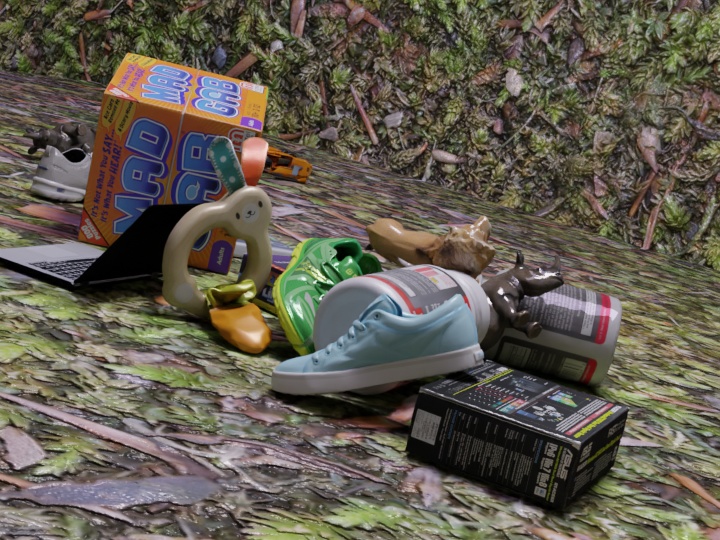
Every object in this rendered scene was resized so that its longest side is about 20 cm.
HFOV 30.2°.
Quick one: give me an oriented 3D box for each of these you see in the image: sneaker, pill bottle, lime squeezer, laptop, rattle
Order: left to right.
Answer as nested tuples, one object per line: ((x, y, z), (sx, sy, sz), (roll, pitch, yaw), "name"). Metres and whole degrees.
((-0.403, -0.146, 1.983), (0.074, 0.083, 0.200), (18, 10, 23), "sneaker")
((-0.282, -0.047, 1.504), (0.199, 0.117, 0.187), (18, 10, 20), "laptop")
((-0.124, -0.036, 1.390), (0.130, 0.201, 0.143), (25, 3, -17), "rattle")
((-0.041, 0.018, 1.425), (0.083, 0.074, 0.200), (-16, 30, 19), "sneaker")
((0.000, 0.000, 1.591), (0.199, 0.038, 0.071), (21, -21, 39), "lime squeezer")
((0.011, 0.065, 1.229), (0.198, 0.083, 0.074), (-10, -2, 6), "sneaker")
((0.049, 0.055, 1.365), (0.115, 0.117, 0.200), (19, 16, 28), "pill bottle")
((0.204, 0.063, 1.598), (0.199, 0.112, 0.111), (15, 10, 1), "pill bottle")

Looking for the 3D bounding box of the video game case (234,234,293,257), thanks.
((-0.212, -0.053, 1.912), (0.199, 0.024, 0.182), (9, 11, -27), "video game case")

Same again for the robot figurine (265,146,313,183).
((-0.211, -0.237, 2.859), (0.199, 0.059, 0.145), (10, 10, -29), "robot figurine")

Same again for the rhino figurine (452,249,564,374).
((0.158, 0.046, 1.506), (0.087, 0.200, 0.060), (30, -24, 40), "rhino figurine")

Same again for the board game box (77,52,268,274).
((-0.241, -0.143, 1.748), (0.198, 0.201, 0.200), (12, 22, -7), "board game box")

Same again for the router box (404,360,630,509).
((0.146, 0.143, 1.202), (0.149, 0.063, 0.200), (17, 10, 22), "router box")

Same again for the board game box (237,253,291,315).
((-0.025, 0.031, 1.613), (0.165, 0.057, 0.199), (24, 13, 38), "board game box")

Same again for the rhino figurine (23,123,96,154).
((-0.501, -0.222, 2.292), (0.087, 0.060, 0.199), (-3, -1, 35), "rhino figurine")

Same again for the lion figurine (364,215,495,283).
((0.068, -0.026, 1.512), (0.199, 0.073, 0.122), (6, -9, 28), "lion figurine")
